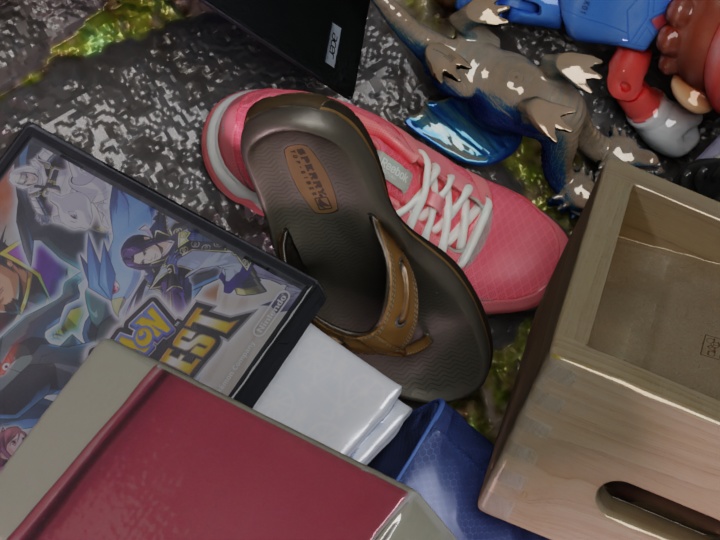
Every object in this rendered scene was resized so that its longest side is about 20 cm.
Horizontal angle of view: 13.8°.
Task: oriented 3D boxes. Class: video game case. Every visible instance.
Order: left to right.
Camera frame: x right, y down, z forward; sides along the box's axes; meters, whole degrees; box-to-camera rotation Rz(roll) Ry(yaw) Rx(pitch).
[{"bbox_3d":[-0.144,0.049,1.411,0.180,0.026,0.200,28,75,24],"label":"video game case"}]

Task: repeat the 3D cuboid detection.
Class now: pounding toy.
[{"bbox_3d":[0.165,0.087,1.371,0.199,0.142,0.184,23,39,-1],"label":"pounding toy"}]

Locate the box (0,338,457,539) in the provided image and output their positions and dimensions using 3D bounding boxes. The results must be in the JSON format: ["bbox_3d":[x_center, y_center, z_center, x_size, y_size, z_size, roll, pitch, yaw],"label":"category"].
[{"bbox_3d":[-0.049,0.132,1.262,0.109,0.200,0.128,-52,135,-16],"label":"box"}]

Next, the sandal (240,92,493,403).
[{"bbox_3d":[0.000,0.000,1.428,0.081,0.200,0.055,-11,41,19],"label":"sandal"}]

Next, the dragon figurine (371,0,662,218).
[{"bbox_3d":[0.061,-0.090,1.488,0.199,0.099,0.059,28,69,0],"label":"dragon figurine"}]

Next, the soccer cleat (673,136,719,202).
[{"bbox_3d":[0.208,-0.062,1.437,0.068,0.200,0.073,39,38,16],"label":"soccer cleat"}]

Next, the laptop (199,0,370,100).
[{"bbox_3d":[-0.097,-0.186,1.482,0.199,0.103,0.178,1,57,13],"label":"laptop"}]

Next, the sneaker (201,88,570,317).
[{"bbox_3d":[0.016,-0.032,1.468,0.199,0.087,0.074,24,78,-7],"label":"sneaker"}]

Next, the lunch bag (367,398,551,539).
[{"bbox_3d":[0.024,0.178,1.401,0.132,0.136,0.200,37,71,-8],"label":"lunch bag"}]

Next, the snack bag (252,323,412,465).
[{"bbox_3d":[-0.108,0.082,1.414,0.188,0.021,0.200,36,72,25],"label":"snack bag"}]

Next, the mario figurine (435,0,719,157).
[{"bbox_3d":[0.142,-0.137,1.510,0.199,0.124,0.106,23,61,6],"label":"mario figurine"}]
